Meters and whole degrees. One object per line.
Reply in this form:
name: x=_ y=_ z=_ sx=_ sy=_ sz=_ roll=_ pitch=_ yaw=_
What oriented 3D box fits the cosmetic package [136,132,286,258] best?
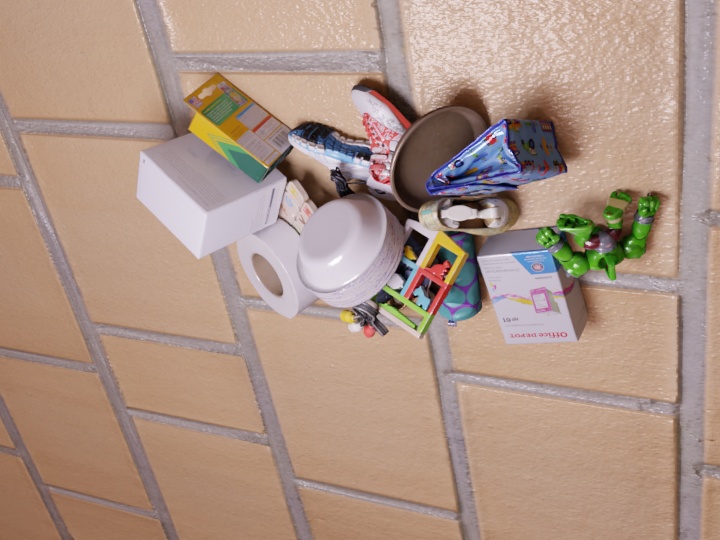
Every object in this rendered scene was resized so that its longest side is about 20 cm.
cosmetic package: x=-0.286 y=-0.156 z=1.797 sx=0.199 sy=0.199 sz=0.123 roll=42 pitch=136 yaw=23

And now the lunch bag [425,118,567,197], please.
lunch bag: x=0.212 y=-0.169 z=1.558 sx=0.199 sy=0.150 sz=0.095 roll=-23 pitch=80 yaw=41

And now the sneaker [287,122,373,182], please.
sneaker: x=-0.046 y=-0.206 z=1.749 sx=0.199 sy=0.075 sz=0.087 roll=23 pitch=138 yaw=14

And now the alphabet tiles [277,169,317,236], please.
alphabet tiles: x=-0.128 y=-0.096 z=1.853 sx=0.196 sy=0.015 sz=0.200 roll=55 pitch=153 yaw=9

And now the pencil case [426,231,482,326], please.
pencil case: x=0.174 y=0.000 z=1.767 sx=0.092 sy=0.085 sz=0.201 roll=-2 pitch=123 yaw=13

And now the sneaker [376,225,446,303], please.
sneaker: x=0.083 y=0.037 z=1.750 sx=0.146 sy=0.077 sz=0.203 roll=41 pitch=134 yaw=23

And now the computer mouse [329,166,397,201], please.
computer mouse: x=0.049 y=-0.151 z=1.707 sx=0.198 sy=0.044 sz=0.110 roll=-4 pitch=146 yaw=12

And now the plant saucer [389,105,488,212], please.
plant saucer: x=0.131 y=-0.191 z=1.600 sx=0.029 sy=0.199 sz=0.201 roll=49 pitch=148 yaw=44

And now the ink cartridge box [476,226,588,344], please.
ink cartridge box: x=0.314 y=0.031 z=1.711 sx=0.143 sy=0.085 sz=0.201 roll=-5 pitch=122 yaw=32

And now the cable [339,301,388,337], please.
cable: x=0.011 y=0.098 z=1.747 sx=0.097 sy=0.051 sz=0.200 roll=34 pitch=174 yaw=-2

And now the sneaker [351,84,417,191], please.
sneaker: x=0.036 y=-0.225 z=1.646 sx=0.201 sy=0.108 sz=0.067 roll=42 pitch=169 yaw=0

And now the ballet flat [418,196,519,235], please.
ballet flat: x=0.198 y=-0.096 z=1.620 sx=0.198 sy=0.071 sz=0.071 roll=-2 pitch=137 yaw=-22

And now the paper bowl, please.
paper bowl: x=-0.030 y=-0.044 z=1.671 sx=0.199 sy=0.202 sz=0.104 roll=-9 pitch=147 yaw=34

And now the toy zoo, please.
toy zoo: x=0.104 y=0.001 z=1.659 sx=0.131 sy=0.020 sz=0.201 roll=33 pitch=100 yaw=29

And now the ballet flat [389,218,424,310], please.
ballet flat: x=0.085 y=-0.004 z=1.829 sx=0.068 sy=0.063 sz=0.201 roll=15 pitch=130 yaw=21

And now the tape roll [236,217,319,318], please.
tape roll: x=-0.163 y=-0.006 z=1.913 sx=0.202 sy=0.071 sz=0.203 roll=39 pitch=149 yaw=29

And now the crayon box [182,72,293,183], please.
crayon box: x=-0.229 y=-0.267 z=1.767 sx=0.200 sy=0.126 sz=0.052 roll=38 pitch=134 yaw=-1

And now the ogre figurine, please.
ogre figurine: x=0.401 y=-0.051 z=1.581 sx=0.098 sy=0.199 sz=0.120 roll=50 pitch=166 yaw=49
